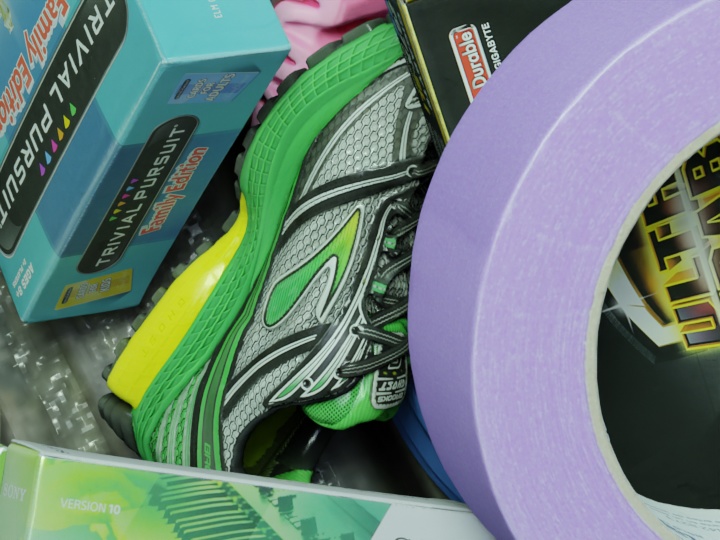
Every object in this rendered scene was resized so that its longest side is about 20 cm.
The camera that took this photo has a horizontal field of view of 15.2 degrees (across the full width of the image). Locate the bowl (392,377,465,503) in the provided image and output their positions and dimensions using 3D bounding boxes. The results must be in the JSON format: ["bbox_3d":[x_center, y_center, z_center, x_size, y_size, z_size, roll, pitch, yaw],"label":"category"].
[{"bbox_3d":[0.100,0.005,0.905,0.200,0.039,0.201,-1,73,5],"label":"bowl"}]

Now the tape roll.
[{"bbox_3d":[0.116,0.012,0.748,0.200,0.066,0.201,-4,103,-16],"label":"tape roll"}]

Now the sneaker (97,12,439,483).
[{"bbox_3d":[0.000,0.000,0.864,0.085,0.078,0.200,45,116,29],"label":"sneaker"}]

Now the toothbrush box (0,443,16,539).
[{"bbox_3d":[-0.082,0.160,0.805,0.200,0.086,0.146,39,78,-22],"label":"toothbrush box"}]

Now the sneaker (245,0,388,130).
[{"bbox_3d":[-0.019,-0.136,0.905,0.095,0.079,0.200,34,117,28],"label":"sneaker"}]

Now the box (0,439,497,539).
[{"bbox_3d":[-0.043,0.156,0.755,0.144,0.036,0.200,9,86,-25],"label":"box"}]

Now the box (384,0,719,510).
[{"bbox_3d":[0.111,-0.024,0.812,0.159,0.049,0.200,-20,110,-3],"label":"box"}]

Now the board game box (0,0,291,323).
[{"bbox_3d":[-0.104,-0.108,0.887,0.047,0.151,0.200,-9,63,-30],"label":"board game box"}]
